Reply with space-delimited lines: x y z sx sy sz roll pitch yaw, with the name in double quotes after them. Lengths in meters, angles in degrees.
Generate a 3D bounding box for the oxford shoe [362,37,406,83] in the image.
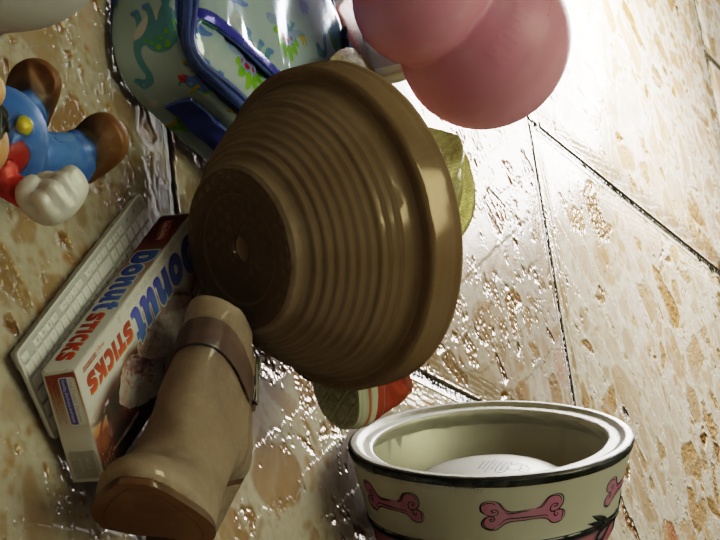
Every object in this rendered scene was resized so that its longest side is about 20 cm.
0.055 -0.188 1.641 0.200 0.075 0.058 -36 109 -61 "oxford shoe"

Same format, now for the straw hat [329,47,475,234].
0.033 -0.053 1.479 0.201 0.084 0.203 -1 90 -70 "straw hat"

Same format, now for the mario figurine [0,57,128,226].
-0.187 -0.080 1.149 0.200 0.122 0.107 -29 119 -70 "mario figurine"

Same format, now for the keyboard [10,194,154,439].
-0.154 0.023 1.279 0.057 0.011 0.200 64 26 -20 "keyboard"

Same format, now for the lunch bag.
-0.083 -0.148 1.463 0.200 0.082 0.162 42 41 -47 "lunch bag"

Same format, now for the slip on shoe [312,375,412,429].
0.000 0.000 1.389 0.061 0.074 0.202 -17 109 -38 "slip on shoe"

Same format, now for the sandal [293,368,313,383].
-0.042 0.016 1.495 0.201 0.045 0.075 -89 157 -58 "sandal"

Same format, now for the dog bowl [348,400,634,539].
0.091 0.150 1.514 0.200 0.198 0.075 -26 116 -66 "dog bowl"

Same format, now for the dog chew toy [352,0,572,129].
0.052 -0.185 1.488 0.200 0.124 0.125 37 40 -30 "dog chew toy"

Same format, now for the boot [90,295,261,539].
-0.098 0.084 1.233 0.200 0.070 0.147 88 13 -68 "boot"

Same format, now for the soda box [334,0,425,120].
0.006 -0.112 1.649 0.201 0.063 0.068 65 25 -19 "soda box"

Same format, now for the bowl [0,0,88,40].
-0.218 -0.172 1.122 0.201 0.200 0.091 -17 132 -66 "bowl"

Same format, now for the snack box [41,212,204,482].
-0.132 0.041 1.280 0.200 0.024 0.072 -61 142 -59 "snack box"

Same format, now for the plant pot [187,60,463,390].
-0.038 -0.021 1.310 0.092 0.200 0.203 -14 86 -41 "plant pot"
